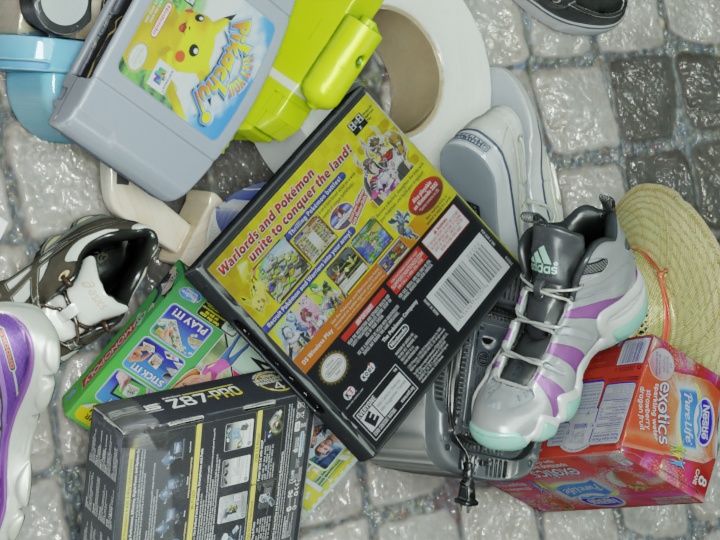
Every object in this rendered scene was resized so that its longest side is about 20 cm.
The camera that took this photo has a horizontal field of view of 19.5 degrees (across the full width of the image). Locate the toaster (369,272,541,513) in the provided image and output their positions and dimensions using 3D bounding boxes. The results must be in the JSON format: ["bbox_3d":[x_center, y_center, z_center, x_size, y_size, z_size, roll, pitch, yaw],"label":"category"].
[{"bbox_3d":[0.068,0.084,1.592,0.113,0.129,0.201,12,79,-32],"label":"toaster"}]

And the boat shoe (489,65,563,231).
[{"bbox_3d":[0.130,-0.069,1.712,0.070,0.071,0.201,-17,91,-68],"label":"boat shoe"}]

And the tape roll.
[{"bbox_3d":[0.003,-0.148,1.625,0.202,0.071,0.204,6,79,-34],"label":"tape roll"}]

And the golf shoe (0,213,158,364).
[{"bbox_3d":[-0.215,0.030,1.428,0.078,0.094,0.200,49,60,-20],"label":"golf shoe"}]

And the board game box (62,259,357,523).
[{"bbox_3d":[-0.093,0.099,1.495,0.200,0.029,0.135,35,102,-26],"label":"board game box"}]

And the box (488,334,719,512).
[{"bbox_3d":[0.183,0.123,1.627,0.095,0.200,0.100,31,66,-26],"label":"box"}]

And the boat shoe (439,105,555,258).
[{"bbox_3d":[0.108,-0.051,1.635,0.086,0.074,0.203,-46,146,-30],"label":"boat shoe"}]

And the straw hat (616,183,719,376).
[{"bbox_3d":[0.208,0.030,1.679,0.085,0.201,0.202,-3,84,-27],"label":"straw hat"}]

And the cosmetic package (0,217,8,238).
[{"bbox_3d":[-0.339,0.021,1.342,0.150,0.052,0.201,31,79,-25],"label":"cosmetic package"}]

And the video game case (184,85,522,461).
[{"bbox_3d":[0.000,0.000,1.467,0.181,0.025,0.200,47,60,-11],"label":"video game case"}]

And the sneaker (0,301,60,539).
[{"bbox_3d":[-0.258,0.110,1.362,0.083,0.081,0.201,5,109,-29],"label":"sneaker"}]

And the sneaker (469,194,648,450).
[{"bbox_3d":[0.129,0.022,1.492,0.200,0.077,0.140,-50,137,-36],"label":"sneaker"}]

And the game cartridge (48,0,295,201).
[{"bbox_3d":[-0.120,-0.156,1.444,0.133,0.040,0.201,36,78,-46],"label":"game cartridge"}]

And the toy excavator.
[{"bbox_3d":[-0.180,-0.107,1.488,0.194,0.100,0.201,4,94,-36],"label":"toy excavator"}]

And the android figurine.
[{"bbox_3d":[-0.065,-0.177,1.528,0.200,0.182,0.041,-54,145,3],"label":"android figurine"}]

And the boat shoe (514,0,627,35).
[{"bbox_3d":[0.158,-0.259,1.755,0.199,0.066,0.070,28,67,-29],"label":"boat shoe"}]

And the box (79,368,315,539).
[{"bbox_3d":[-0.115,0.176,1.448,0.161,0.049,0.201,-12,119,-37],"label":"box"}]

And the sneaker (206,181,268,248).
[{"bbox_3d":[-0.040,0.013,1.556,0.115,0.080,0.200,-44,130,-42],"label":"sneaker"}]
